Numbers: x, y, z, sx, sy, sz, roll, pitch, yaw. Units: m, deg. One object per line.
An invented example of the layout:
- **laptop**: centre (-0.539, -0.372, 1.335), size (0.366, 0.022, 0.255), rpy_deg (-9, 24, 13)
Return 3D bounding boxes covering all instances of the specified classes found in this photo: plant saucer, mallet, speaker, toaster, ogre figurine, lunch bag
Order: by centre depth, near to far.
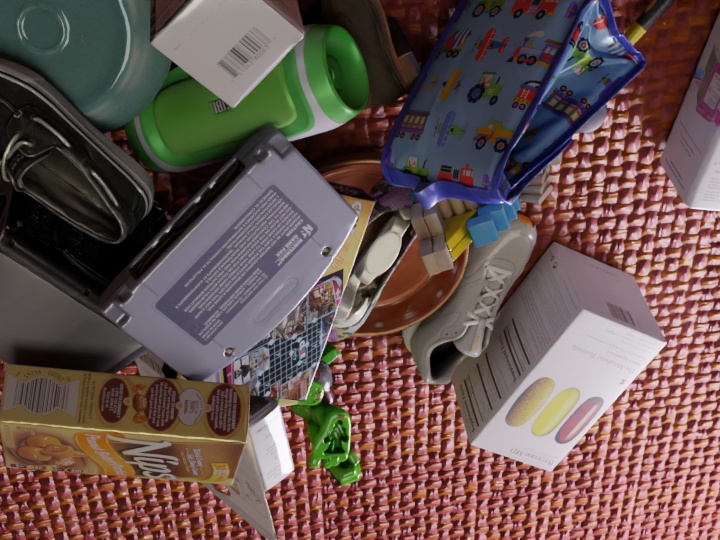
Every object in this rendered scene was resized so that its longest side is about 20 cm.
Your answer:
- **plant saucer**: centre (-0.247, -0.194, 0.963), size (0.199, 0.036, 0.201), rpy_deg (2, 115, 5)
- **lunch bag**: centre (0.106, -0.133, 0.987), size (0.200, 0.150, 0.094), rpy_deg (-52, 127, -15)
- **speaker**: centre (-0.096, -0.140, 1.006), size (0.199, 0.089, 0.089), rpy_deg (-13, 133, 28)
- **toaster**: centre (-0.255, -0.009, 1.058), size (0.118, 0.181, 0.200), rpy_deg (-36, 126, 24)
- **mallet**: centre (0.244, -0.204, 1.067), size (0.041, 0.066, 0.200), rpy_deg (31, 116, -28)
- **plant saucer**: centre (0.004, -0.025, 1.173), size (0.199, 0.032, 0.201), rpy_deg (-2, 124, -2)
- **ogre figurine**: centre (-0.060, 0.115, 1.217), size (0.098, 0.120, 0.200), rpy_deg (-45, 120, 6)

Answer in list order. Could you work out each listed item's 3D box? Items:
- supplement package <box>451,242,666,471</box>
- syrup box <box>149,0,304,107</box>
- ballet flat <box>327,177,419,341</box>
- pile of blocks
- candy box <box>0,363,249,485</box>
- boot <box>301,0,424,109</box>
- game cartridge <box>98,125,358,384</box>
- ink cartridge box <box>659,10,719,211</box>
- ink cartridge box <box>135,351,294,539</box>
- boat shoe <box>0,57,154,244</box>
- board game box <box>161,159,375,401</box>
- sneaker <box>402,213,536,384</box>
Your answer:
- **supplement package**: centre (0.199, 0.093, 1.263), size (0.113, 0.110, 0.200), rpy_deg (20, 122, -24)
- **syrup box**: centre (-0.103, -0.218, 0.905), size (0.079, 0.200, 0.081), rpy_deg (-41, 123, 21)
- **ballet flat**: centre (0.000, 0.000, 1.128), size (0.069, 0.071, 0.200), rpy_deg (26, 119, -11)
- **pile of blocks**: centre (0.114, -0.082, 1.073), size (0.082, 0.200, 0.062), rpy_deg (11, 141, 41)
- **candy box**: centre (-0.198, 0.132, 1.029), size (0.199, 0.056, 0.116), rpy_deg (7, 152, -9)
- **boot**: centre (-0.025, -0.205, 1.011), size (0.097, 0.075, 0.200), rpy_deg (-28, 129, 9)
- **game cartridge**: centre (-0.101, -0.006, 0.996), size (0.200, 0.041, 0.133), rpy_deg (-45, 127, 0)
- **ink cartridge box**: centre (0.384, -0.155, 1.119), size (0.144, 0.085, 0.201), rpy_deg (4, 128, -14)
- **ink cartridge box**: centre (-0.142, 0.155, 1.202), size (0.043, 0.200, 0.174), rpy_deg (-35, 136, -27)
- **boat shoe**: centre (-0.250, -0.096, 0.951), size (0.200, 0.071, 0.072), rpy_deg (33, 123, -14)
- **board game box**: centre (-0.081, 0.014, 1.065), size (0.135, 0.035, 0.201), rpy_deg (10, 109, -30)
- **sneaker**: centre (0.118, 0.035, 1.215), size (0.075, 0.092, 0.200), rpy_deg (20, 121, -23)
